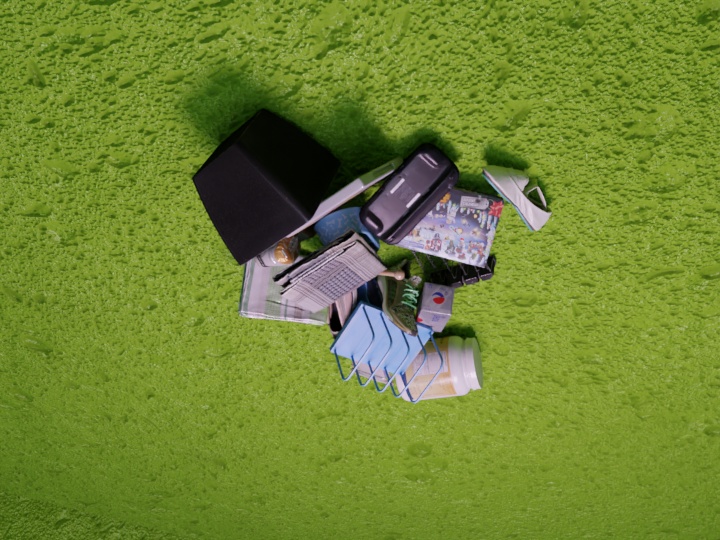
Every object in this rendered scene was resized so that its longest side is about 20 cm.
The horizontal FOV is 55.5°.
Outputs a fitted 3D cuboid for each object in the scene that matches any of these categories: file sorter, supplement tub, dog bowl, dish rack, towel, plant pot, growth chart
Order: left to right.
[{"bbox_3d":[-0.183,-0.165,1.244,0.198,0.201,0.178,-29,115,34],"label":"plant pot"},{"bbox_3d":[-0.159,0.036,1.485,0.197,0.152,0.031,9,179,-18],"label":"towel"},{"bbox_3d":[-0.055,0.010,1.341,0.191,0.035,0.200,-30,152,10],"label":"towel"},{"bbox_3d":[-0.020,-0.064,1.366,0.110,0.050,0.200,-21,162,8],"label":"dog bowl"},{"bbox_3d":[0.025,0.204,1.629,0.143,0.018,0.202,18,139,25],"label":"growth chart"},{"bbox_3d":[0.060,0.183,1.475,0.198,0.123,0.140,22,114,-27],"label":"file sorter"},{"bbox_3d":[0.193,0.239,1.680,0.197,0.146,0.145,-10,137,18],"label":"supplement tub"},{"bbox_3d":[0.187,-0.039,1.437,0.151,0.055,0.201,-17,132,22],"label":"dish rack"}]

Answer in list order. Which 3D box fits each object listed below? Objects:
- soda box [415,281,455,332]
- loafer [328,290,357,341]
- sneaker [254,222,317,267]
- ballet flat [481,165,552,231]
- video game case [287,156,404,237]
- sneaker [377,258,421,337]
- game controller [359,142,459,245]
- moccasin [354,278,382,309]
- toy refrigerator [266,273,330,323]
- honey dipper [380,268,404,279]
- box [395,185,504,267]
[{"bbox_3d":[0.161,0.084,1.508,0.067,0.065,0.200,9,165,2],"label":"soda box"},{"bbox_3d":[-0.048,0.108,1.511,0.071,0.062,0.203,30,131,37],"label":"loafer"},{"bbox_3d":[-0.146,-0.075,1.338,0.087,0.200,0.076,-15,113,30],"label":"sneaker"},{"bbox_3d":[0.301,-0.150,1.295,0.069,0.070,0.199,-25,134,31],"label":"ballet flat"},{"bbox_3d":[-0.030,-0.137,1.269,0.199,0.182,0.023,-29,95,34],"label":"video game case"},{"bbox_3d":[0.094,0.049,1.451,0.076,0.202,0.089,25,123,-36],"label":"sneaker"},{"bbox_3d":[0.090,-0.139,1.269,0.104,0.042,0.200,40,105,-17],"label":"game controller"},{"bbox_3d":[0.004,0.042,1.529,0.079,0.068,0.203,-2,115,31],"label":"moccasin"},{"bbox_3d":[-0.133,0.045,1.562,0.197,0.071,0.076,21,130,-17],"label":"toy refrigerator"},{"bbox_3d":[0.000,0.000,1.450,0.197,0.038,0.038,8,142,21],"label":"honey dipper"},{"bbox_3d":[0.165,-0.096,1.326,0.197,0.040,0.139,13,109,-1],"label":"box"}]
